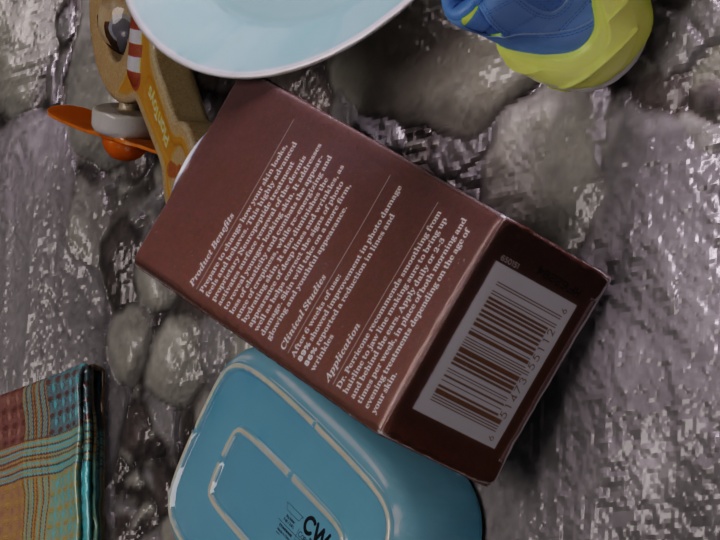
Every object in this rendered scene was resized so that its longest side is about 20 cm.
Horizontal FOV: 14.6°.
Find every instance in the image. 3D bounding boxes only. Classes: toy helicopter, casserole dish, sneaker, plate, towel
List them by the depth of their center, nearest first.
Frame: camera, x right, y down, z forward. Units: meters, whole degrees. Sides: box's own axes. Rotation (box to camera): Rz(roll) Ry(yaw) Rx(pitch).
[{"bbox_3d":[0.091,-0.168,1.077,0.076,0.105,0.200,30,104,50],"label":"sneaker"},{"bbox_3d":[-0.023,0.106,1.199,0.200,0.039,0.121,41,113,47],"label":"casserole dish"},{"bbox_3d":[-0.018,-0.168,1.237,0.200,0.026,0.201,-16,57,26],"label":"plate"},{"bbox_3d":[-0.098,-0.087,1.308,0.200,0.079,0.132,-112,33,-44],"label":"toy helicopter"},{"bbox_3d":[-0.172,0.156,1.383,0.147,0.022,0.201,-20,65,46],"label":"towel"}]

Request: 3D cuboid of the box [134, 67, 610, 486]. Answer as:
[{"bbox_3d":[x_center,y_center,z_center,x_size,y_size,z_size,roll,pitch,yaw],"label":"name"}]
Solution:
[{"bbox_3d":[0.000,0.000,1.158,0.200,0.075,0.100,33,94,49],"label":"box"}]
